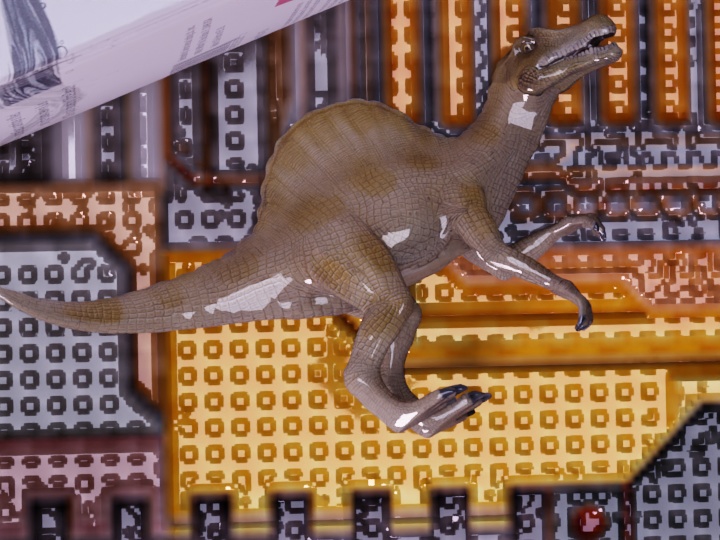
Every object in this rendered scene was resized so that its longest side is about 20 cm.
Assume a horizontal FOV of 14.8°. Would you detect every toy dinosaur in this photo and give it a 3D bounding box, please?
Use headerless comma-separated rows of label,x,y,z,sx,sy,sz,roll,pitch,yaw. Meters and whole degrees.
toy dinosaur,0.000,0.000,0.815,0.200,0.058,0.101,-29,77,-14

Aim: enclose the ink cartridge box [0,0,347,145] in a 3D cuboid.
ink cartridge box,-0.092,-0.085,0.752,0.200,0.145,0.084,-24,90,-6
